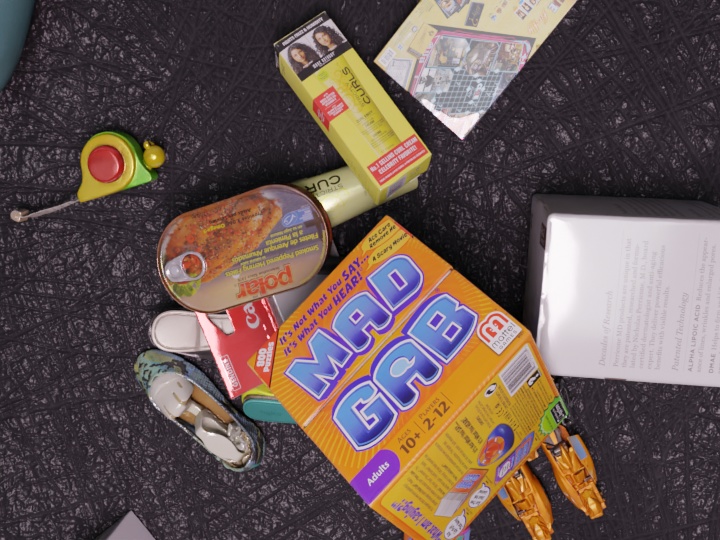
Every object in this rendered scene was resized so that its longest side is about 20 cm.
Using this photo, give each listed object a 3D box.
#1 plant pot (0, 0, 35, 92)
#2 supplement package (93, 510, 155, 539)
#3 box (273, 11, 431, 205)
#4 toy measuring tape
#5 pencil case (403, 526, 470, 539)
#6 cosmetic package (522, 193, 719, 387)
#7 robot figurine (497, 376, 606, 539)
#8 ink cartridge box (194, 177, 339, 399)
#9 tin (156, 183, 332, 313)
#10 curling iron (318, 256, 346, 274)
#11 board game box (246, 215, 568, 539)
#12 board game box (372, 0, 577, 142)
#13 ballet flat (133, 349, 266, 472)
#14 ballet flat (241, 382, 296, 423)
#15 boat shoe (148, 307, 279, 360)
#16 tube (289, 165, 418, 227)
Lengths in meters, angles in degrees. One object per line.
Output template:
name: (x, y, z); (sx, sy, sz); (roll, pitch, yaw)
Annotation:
plant pot: (-0.453, -0.269, 0.907); (0.197, 0.201, 0.163); (19, 114, 1)
supplement package: (-0.333, 0.440, 1.044); (0.199, 0.152, 0.151); (-38, 95, 11)
box: (-0.010, -0.175, 0.914); (0.075, 0.050, 0.202); (-33, 80, -10)
toy measuring tape: (-0.320, -0.115, 0.981); (0.196, 0.074, 0.075); (-16, 99, 8)
pencil case: (0.090, 0.394, 1.033); (0.086, 0.088, 0.204); (3, 103, 5)
cosmetic package: (0.280, 0.013, 0.898); (0.196, 0.165, 0.169); (3, 102, 6)
robot figurine: (0.201, 0.210, 0.997); (0.143, 0.058, 0.202); (-29, 97, 9)
ink cartridge box: (-0.103, 0.022, 0.965); (0.174, 0.045, 0.203); (-25, 99, -17)
tin: (-0.124, -0.023, 0.909); (0.196, 0.042, 0.114); (-16, 94, 15)
curling iron: (0.000, 0.000, 0.957); (0.196, 0.050, 0.026); (7, 125, -16)
board game box: (0.052, 0.117, 0.835); (0.200, 0.200, 0.199); (-45, 54, -6)
board game box: (0.126, -0.263, 0.926); (0.135, 0.035, 0.201); (40, 102, -3)
ballet flat: (-0.197, 0.170, 1.023); (0.199, 0.074, 0.075); (37, 102, -2)
ballet flat: (-0.043, 0.157, 1.007); (0.196, 0.068, 0.068); (13, 133, 6)
boat shoe: (-0.151, 0.077, 1.004); (0.196, 0.057, 0.068); (9, 86, -16)
tube: (-0.033, -0.078, 0.940); (0.197, 0.052, 0.059); (-22, 55, -8)
